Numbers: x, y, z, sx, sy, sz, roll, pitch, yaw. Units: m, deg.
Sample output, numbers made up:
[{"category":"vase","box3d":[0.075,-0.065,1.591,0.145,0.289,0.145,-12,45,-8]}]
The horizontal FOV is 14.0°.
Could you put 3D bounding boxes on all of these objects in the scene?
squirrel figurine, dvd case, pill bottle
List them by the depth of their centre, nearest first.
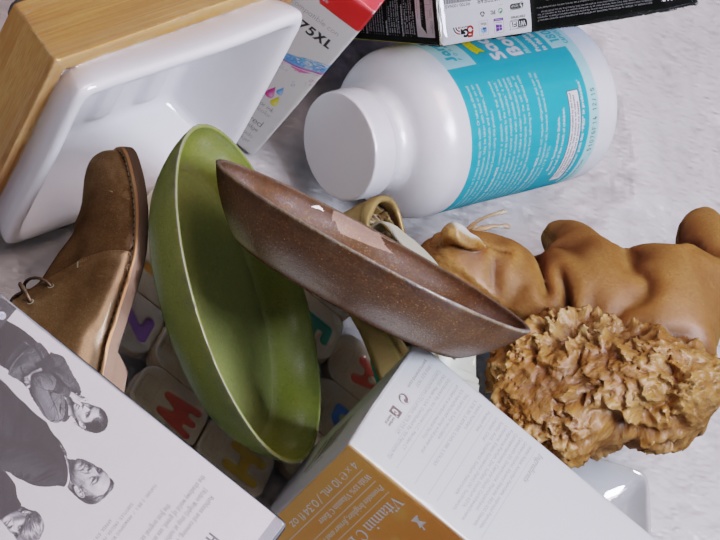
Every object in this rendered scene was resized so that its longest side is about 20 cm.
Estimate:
[{"category":"dvd case","box3d":[-0.161,0.130,1.542,0.200,0.025,0.150,39,68,-3]},{"category":"squirrel figurine","box3d":[0.122,0.035,1.783,0.187,0.142,0.200,18,28,-13]},{"category":"pill bottle","box3d":[0.061,-0.096,1.869,0.200,0.111,0.111,-15,68,-40]}]

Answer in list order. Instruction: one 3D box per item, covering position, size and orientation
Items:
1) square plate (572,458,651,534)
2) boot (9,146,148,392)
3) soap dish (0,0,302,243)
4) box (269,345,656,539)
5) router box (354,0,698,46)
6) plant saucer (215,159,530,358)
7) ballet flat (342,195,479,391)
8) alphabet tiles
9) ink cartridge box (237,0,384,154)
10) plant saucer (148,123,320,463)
[{"category":"square plate","box3d":[0.087,0.184,1.747,0.198,0.028,0.200,18,51,-22]},{"category":"boot","box3d":[-0.163,0.014,1.622,0.075,0.074,0.200,13,63,-12]},{"category":"soap dish","box3d":[-0.141,-0.109,1.716,0.200,0.157,0.081,-25,66,-42]},{"category":"box","box3d":[0.059,0.160,1.638,0.200,0.124,0.097,39,44,-3]},{"category":"router box","box3d":[0.092,-0.182,1.871,0.200,0.149,0.051,-11,102,-29]},{"category":"plant saucer","box3d":[0.000,0.000,1.638,0.200,0.037,0.200,27,5,-3]},{"category":"ballet flat","box3d":[0.031,0.036,1.732,0.069,0.063,0.200,20,35,-52]},{"category":"alphabet tiles","box3d":[-0.067,0.043,1.740,0.196,0.015,0.200,39,45,-12]},{"category":"ink cartridge box","box3d":[-0.052,-0.176,1.789,0.116,0.200,0.067,38,45,-5]},{"category":"plant saucer","box3d":[-0.075,0.016,1.661,0.200,0.031,0.200,-17,90,-74]}]
